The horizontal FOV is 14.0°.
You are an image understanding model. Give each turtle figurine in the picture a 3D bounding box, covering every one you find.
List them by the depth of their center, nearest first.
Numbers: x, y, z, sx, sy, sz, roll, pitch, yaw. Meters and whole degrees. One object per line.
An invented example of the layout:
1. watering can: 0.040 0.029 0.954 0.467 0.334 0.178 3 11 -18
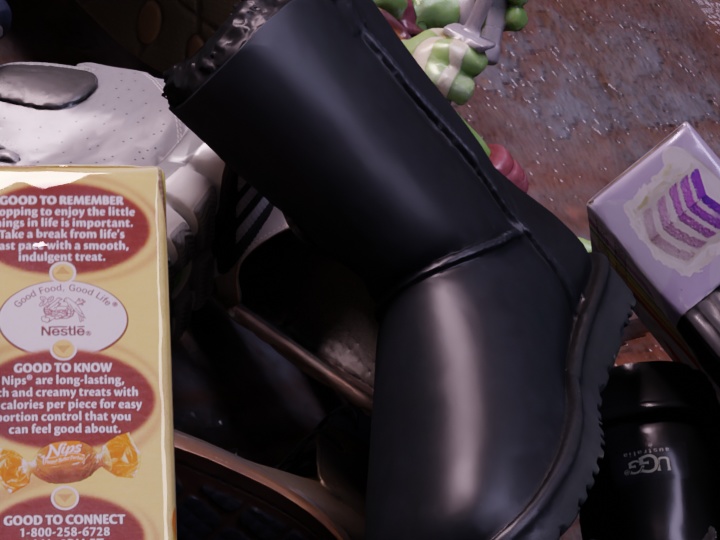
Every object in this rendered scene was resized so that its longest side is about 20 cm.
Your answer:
1. turtle figurine: 0.050 -0.074 1.146 0.194 0.200 0.144 60 -11 -18

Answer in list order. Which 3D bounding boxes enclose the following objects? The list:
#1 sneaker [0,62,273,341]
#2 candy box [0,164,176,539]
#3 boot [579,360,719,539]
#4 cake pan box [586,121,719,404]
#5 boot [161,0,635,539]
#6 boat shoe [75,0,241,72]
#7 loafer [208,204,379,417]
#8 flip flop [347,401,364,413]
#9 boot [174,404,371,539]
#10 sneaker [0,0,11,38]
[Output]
1. sneaker: -0.115 -0.004 0.956 0.115 0.075 0.200 21 41 15
2. candy box: -0.076 0.086 0.754 0.055 0.115 0.200 1 57 -7
3. boot: 0.116 0.140 1.028 0.198 0.073 0.163 60 25 -58
4. cake pan box: 0.155 0.041 1.051 0.184 0.052 0.200 50 0 6
5. boot: 0.000 0.000 0.899 0.168 0.076 0.200 46 31 -12
6. boat shoe: -0.082 -0.125 1.101 0.200 0.072 0.068 27 18 15
7. loafer: -0.015 0.000 1.025 0.200 0.072 0.063 38 14 21
8. flip flop: 0.011 0.011 1.092 0.200 0.081 0.058 46 12 16
9. boot: -0.028 0.083 0.936 0.200 0.075 0.097 38 20 -35
10. sneaker: -0.198 -0.095 0.948 0.200 0.070 0.109 -17 84 -44
